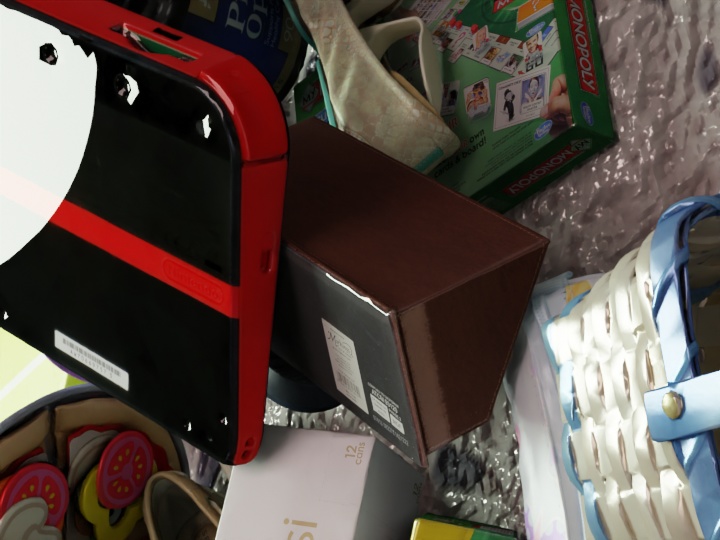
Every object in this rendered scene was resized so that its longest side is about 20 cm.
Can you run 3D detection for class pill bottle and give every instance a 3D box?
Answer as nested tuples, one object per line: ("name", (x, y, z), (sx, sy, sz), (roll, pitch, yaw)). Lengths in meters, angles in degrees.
("pill bottle", (-0.117, -0.139, 0.942), (0.111, 0.200, 0.112), (-2, 85, 25))

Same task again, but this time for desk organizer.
("desk organizer", (0.000, 0.000, 0.788), (0.200, 0.077, 0.072), (33, 142, 54))

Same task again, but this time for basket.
("basket", (0.170, 0.032, 0.591), (0.200, 0.176, 0.140), (-35, 64, 58))

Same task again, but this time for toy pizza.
("toy pizza", (-0.156, 0.156, 0.960), (0.032, 0.200, 0.201), (23, 96, 36))

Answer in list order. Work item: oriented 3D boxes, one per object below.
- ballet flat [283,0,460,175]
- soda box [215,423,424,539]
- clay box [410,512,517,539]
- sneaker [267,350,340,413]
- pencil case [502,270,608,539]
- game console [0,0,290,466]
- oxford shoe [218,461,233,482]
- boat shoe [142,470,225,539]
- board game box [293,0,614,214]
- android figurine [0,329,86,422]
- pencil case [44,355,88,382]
("ballet flat", (0.003, -0.119, 0.922), (0.062, 0.067, 0.201), (-29, 55, 13))
("soda box", (-0.031, 0.171, 0.781), (0.068, 0.064, 0.201), (3, 70, 26))
("clay box", (0.027, 0.205, 0.767), (0.115, 0.047, 0.201), (52, -132, -82))
("sneaker", (-0.046, 0.038, 0.918), (0.200, 0.070, 0.082), (-124, 41, -63))
("pencil case", (0.102, 0.101, 0.716), (0.083, 0.090, 0.201), (-33, 52, 39))
("game console", (-0.109, -0.028, 0.807), (0.200, 0.031, 0.178), (26, 125, 38))
("oxford shoe", (-0.022, 0.116, 0.905), (0.058, 0.075, 0.200), (-42, 36, -1))
("boat shoe", (-0.061, 0.179, 0.913), (0.073, 0.063, 0.201), (-36, 41, 7))
("board game box", (0.039, -0.080, 0.920), (0.200, 0.029, 0.135), (-33, 51, 43))
("android figurine", (-0.193, 0.048, 1.099), (0.182, 0.041, 0.201), (-40, 49, 38))
("pencil case", (-0.140, -0.022, 0.981), (0.200, 0.085, 0.084), (-103, 20, -57))
